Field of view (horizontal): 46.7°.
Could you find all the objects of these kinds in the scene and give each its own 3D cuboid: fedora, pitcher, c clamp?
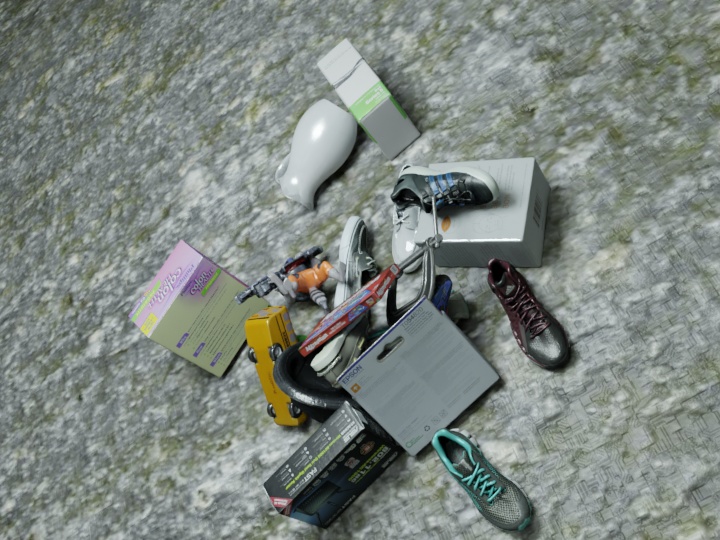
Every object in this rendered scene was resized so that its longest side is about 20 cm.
[{"bbox_3d":[-0.053,0.203,1.428,0.195,0.093,0.202,4,31,-2],"label":"fedora"},{"bbox_3d":[-0.100,-0.245,1.696,0.203,0.120,0.171,-60,36,7],"label":"pitcher"},{"bbox_3d":[0.087,0.003,1.371,0.200,0.027,0.175,134,140,-55],"label":"c clamp"}]

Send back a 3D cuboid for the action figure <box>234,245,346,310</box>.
[{"bbox_3d":[-0.125,0.037,1.542,0.198,0.106,0.193,-32,6,-16],"label":"action figure"}]

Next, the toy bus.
[{"bbox_3d":[-0.143,0.173,1.490,0.064,0.078,0.204,-7,106,37],"label":"toy bus"}]

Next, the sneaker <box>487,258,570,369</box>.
[{"bbox_3d":[0.252,0.061,1.321,0.075,0.115,0.202,-37,53,9],"label":"sneaker"}]

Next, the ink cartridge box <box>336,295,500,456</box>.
[{"bbox_3d":[0.090,0.165,1.327,0.199,0.200,0.041,-42,21,6],"label":"ink cartridge box"}]

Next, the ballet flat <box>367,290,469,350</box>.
[{"bbox_3d":[0.097,0.104,1.432,0.198,0.067,0.065,-30,85,19],"label":"ballet flat"}]

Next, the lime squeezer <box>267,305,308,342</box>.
[{"bbox_3d":[-0.120,0.113,1.573,0.197,0.038,0.072,12,74,36],"label":"lime squeezer"}]

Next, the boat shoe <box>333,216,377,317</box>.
[{"bbox_3d":[0.000,0.000,1.544,0.069,0.072,0.205,1,77,22],"label":"boat shoe"}]

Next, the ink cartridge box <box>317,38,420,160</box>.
[{"bbox_3d":[0.015,-0.338,1.639,0.084,0.145,0.202,-38,54,9],"label":"ink cartridge box"}]

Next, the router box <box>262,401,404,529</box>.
[{"bbox_3d":[-0.041,0.320,1.353,0.200,0.150,0.062,-45,53,5],"label":"router box"}]

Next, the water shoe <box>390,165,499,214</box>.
[{"bbox_3d":[0.137,-0.121,1.368,0.197,0.072,0.080,8,54,44],"label":"water shoe"}]

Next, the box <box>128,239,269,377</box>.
[{"bbox_3d":[-0.306,0.075,1.597,0.096,0.199,0.178,31,85,45],"label":"box"}]

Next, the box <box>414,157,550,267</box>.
[{"bbox_3d":[0.210,-0.096,1.428,0.196,0.106,0.156,1,68,31],"label":"box"}]

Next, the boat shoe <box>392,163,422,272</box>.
[{"bbox_3d":[0.088,-0.100,1.529,0.071,0.068,0.204,1,68,31],"label":"boat shoe"}]

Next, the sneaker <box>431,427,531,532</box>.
[{"bbox_3d":[0.174,0.313,1.262,0.078,0.091,0.200,-50,52,1],"label":"sneaker"}]

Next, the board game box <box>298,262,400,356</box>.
[{"bbox_3d":[-0.020,0.067,1.402,0.199,0.019,0.103,-39,8,35],"label":"board game box"}]

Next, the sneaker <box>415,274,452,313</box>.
[{"bbox_3d":[0.123,0.100,1.371,0.076,0.077,0.204,-106,25,-64],"label":"sneaker"}]

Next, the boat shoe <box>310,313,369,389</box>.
[{"bbox_3d":[-0.023,0.131,1.399,0.072,0.202,0.061,-38,96,26],"label":"boat shoe"}]
